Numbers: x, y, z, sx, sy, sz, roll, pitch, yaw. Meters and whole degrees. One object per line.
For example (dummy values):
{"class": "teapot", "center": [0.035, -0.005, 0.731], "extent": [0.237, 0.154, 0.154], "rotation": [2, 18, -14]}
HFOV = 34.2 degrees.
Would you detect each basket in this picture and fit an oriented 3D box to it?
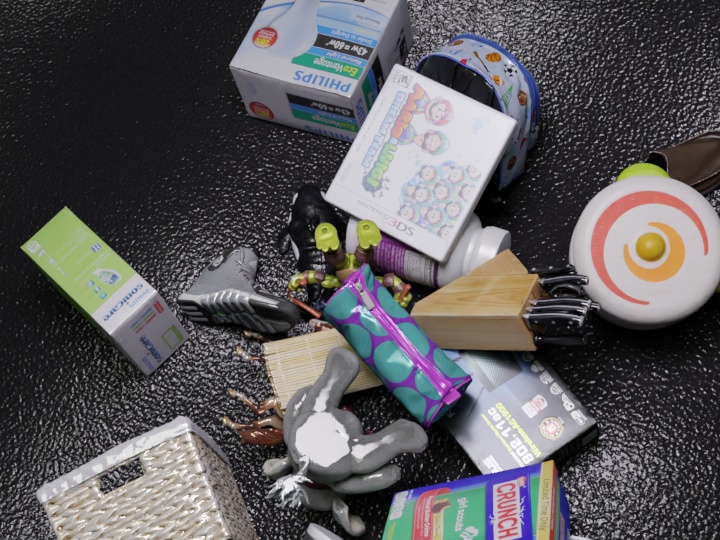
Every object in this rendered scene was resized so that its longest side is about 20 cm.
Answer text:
{"class": "basket", "center": [-0.239, 0.303, 1.382], "extent": [0.198, 0.200, 0.161], "rotation": [-26, 67, -2]}

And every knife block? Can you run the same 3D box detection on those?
{"class": "knife block", "center": [0.178, 0.059, 1.388], "extent": [0.200, 0.064, 0.176], "rotation": [-30, 32, 0]}

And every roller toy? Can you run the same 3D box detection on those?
{"class": "roller toy", "center": [0.351, -0.019, 1.432], "extent": [0.182, 0.140, 0.200], "rotation": [-40, 80, 2]}

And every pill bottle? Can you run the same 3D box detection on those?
{"class": "pill bottle", "center": [0.090, -0.037, 1.533], "extent": [0.199, 0.112, 0.113], "rotation": [16, 67, 18]}

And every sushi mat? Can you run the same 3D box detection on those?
{"class": "sushi mat", "center": [-0.022, 0.114, 1.501], "extent": [0.199, 0.012, 0.096], "rotation": [-12, 62, -16]}

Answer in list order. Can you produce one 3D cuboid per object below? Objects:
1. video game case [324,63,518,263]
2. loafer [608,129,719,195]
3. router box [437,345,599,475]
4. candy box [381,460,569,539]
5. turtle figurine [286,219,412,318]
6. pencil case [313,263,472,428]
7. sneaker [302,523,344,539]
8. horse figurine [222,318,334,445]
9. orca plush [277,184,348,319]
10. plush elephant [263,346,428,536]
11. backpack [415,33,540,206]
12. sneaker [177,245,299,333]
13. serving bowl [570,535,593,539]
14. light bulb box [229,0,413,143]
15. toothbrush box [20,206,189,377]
{"class": "video game case", "center": [0.075, -0.137, 1.481], "extent": [0.182, 0.024, 0.200], "rotation": [29, 91, 20]}
{"class": "loafer", "center": [0.411, -0.127, 1.537], "extent": [0.200, 0.071, 0.073], "rotation": [-31, 62, -5]}
{"class": "router box", "center": [0.173, 0.166, 1.440], "extent": [0.150, 0.062, 0.200], "rotation": [-36, 62, -6]}
{"class": "candy box", "center": [0.126, 0.304, 1.295], "extent": [0.199, 0.077, 0.169], "rotation": [-14, 22, 17]}
{"class": "turtle figurine", "center": [0.000, 0.000, 1.490], "extent": [0.199, 0.162, 0.065], "rotation": [8, 56, 10]}
{"class": "pencil case", "center": [0.041, 0.089, 1.395], "extent": [0.085, 0.092, 0.200], "rotation": [-40, 79, -17]}
{"class": "sneaker", "center": [-0.002, 0.392, 1.365], "extent": [0.200, 0.071, 0.099], "rotation": [32, 88, 17]}
{"class": "horse figurine", "center": [-0.102, 0.148, 1.507], "extent": [0.132, 0.050, 0.201], "rotation": [10, 57, 1]}
{"class": "orca plush", "center": [-0.073, -0.037, 1.588], "extent": [0.105, 0.071, 0.201], "rotation": [5, 65, 14]}
{"class": "plush elephant", "center": [-0.033, 0.229, 1.411], "extent": [0.165, 0.155, 0.200], "rotation": [39, 68, 16]}
{"class": "backpack", "center": [0.154, -0.216, 1.568], "extent": [0.200, 0.191, 0.154], "rotation": [30, 56, 23]}
{"class": "sneaker", "center": [-0.148, 0.015, 1.558], "extent": [0.199, 0.075, 0.116], "rotation": [5, 54, 35]}
{"class": "serving bowl", "center": [0.232, 0.403, 1.306], "extent": [0.199, 0.066, 0.201], "rotation": [-5, 63, 10]}
{"class": "light bulb box", "center": [-0.052, -0.314, 1.695], "extent": [0.198, 0.125, 0.201], "rotation": [17, 67, 18]}
{"class": "toothbrush box", "center": [-0.340, 0.030, 1.566], "extent": [0.086, 0.146, 0.200], "rotation": [-44, 63, -12]}
